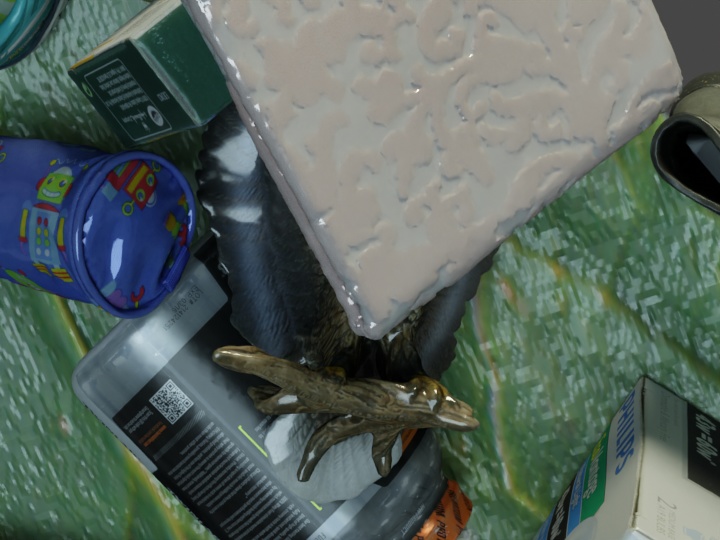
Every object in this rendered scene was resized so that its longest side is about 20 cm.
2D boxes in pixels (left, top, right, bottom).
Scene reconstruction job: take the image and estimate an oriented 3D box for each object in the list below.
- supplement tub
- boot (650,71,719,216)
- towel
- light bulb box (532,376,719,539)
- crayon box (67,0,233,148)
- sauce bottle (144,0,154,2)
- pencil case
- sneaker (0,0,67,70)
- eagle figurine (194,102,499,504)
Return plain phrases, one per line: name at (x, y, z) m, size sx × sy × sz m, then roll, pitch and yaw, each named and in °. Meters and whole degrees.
supplement tub at (-0.043, 0.085, 1.024) m, size 0.200 × 0.123 × 0.122 m, roll 46°, pitch 110°, yaw -3°
boot at (0.224, -0.020, 0.932) m, size 0.199 × 0.131 × 0.068 m, roll 29°, pitch 110°, yaw 2°
towel at (0.033, -0.102, 0.855) m, size 0.199 × 0.032 × 0.192 m, roll -37°, pitch 112°, yaw -19°
light bulb box at (0.136, 0.192, 0.979) m, size 0.124 × 0.198 × 0.201 m, roll 31°, pitch 109°, yaw -1°
crayon box at (-0.032, -0.140, 0.907) m, size 0.200 × 0.126 × 0.052 m, roll -42°, pitch 103°, yaw -16°
sauce bottle at (-0.139, -0.172, 0.935) m, size 0.064 × 0.199 × 0.065 m, roll -11°, pitch 73°, yaw 42°
pencil case at (-0.162, -0.026, 0.988) m, size 0.087 × 0.199 × 0.079 m, roll 37°, pitch 73°, yaw -39°
sneaker at (-0.163, -0.188, 0.990) m, size 0.077 × 0.080 × 0.202 m, roll 22°, pitch 109°, yaw 5°
eagle figurine at (0.006, -0.003, 0.949) m, size 0.150 × 0.201 × 0.152 m, roll -19°, pitch 133°, yaw 15°
